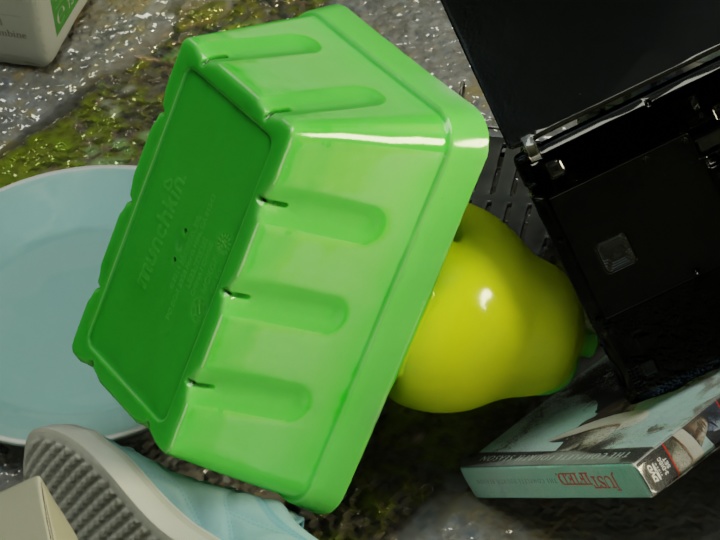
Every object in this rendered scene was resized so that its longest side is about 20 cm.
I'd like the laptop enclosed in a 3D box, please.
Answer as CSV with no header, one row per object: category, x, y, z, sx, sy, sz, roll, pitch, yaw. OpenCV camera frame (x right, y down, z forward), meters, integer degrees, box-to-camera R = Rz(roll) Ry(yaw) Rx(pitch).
laptop,0.150,-0.077,1.105,0.177,0.201,0.103,-26,18,6

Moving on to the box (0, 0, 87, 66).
box,-0.241,-0.253,1.460,0.199,0.172,0.200,9,45,16

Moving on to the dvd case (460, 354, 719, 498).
dvd case,0.156,0.043,1.155,0.200,0.022,0.146,-36,12,-26

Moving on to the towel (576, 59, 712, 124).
towel,0.184,-0.052,1.205,0.164,0.086,0.200,-1,-1,4

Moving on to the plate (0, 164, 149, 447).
plate,-0.137,0.021,1.268,0.199,0.026,0.201,-3,43,2

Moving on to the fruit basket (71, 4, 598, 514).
fruit basket,0.000,0.000,1.138,0.215,0.216,0.155,-28,43,-21

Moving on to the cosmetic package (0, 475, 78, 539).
cosmetic package,-0.193,0.176,1.016,0.199,0.104,0.073,-26,33,1

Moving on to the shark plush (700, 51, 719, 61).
shark plush,0.202,-0.132,1.391,0.199,0.091,0.084,-12,60,-36

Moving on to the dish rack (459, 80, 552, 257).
dish rack,0.006,-0.054,1.287,0.199,0.055,0.154,6,34,8

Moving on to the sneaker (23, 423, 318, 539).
sneaker,-0.071,0.125,1.133,0.082,0.074,0.200,-10,33,-44
